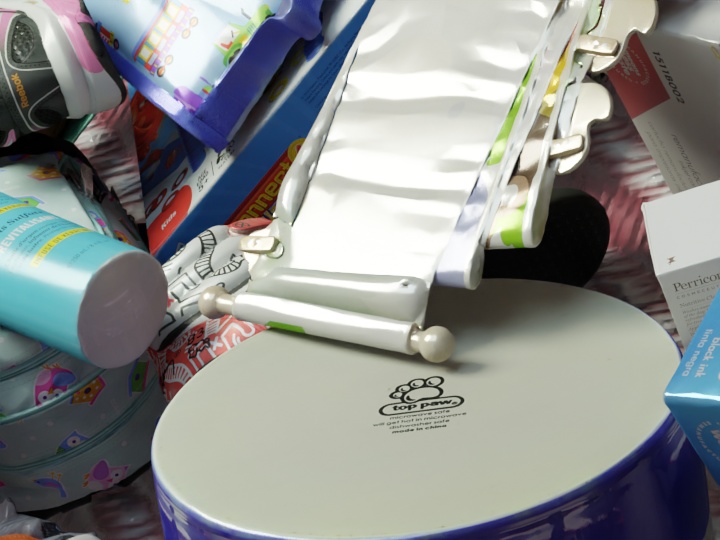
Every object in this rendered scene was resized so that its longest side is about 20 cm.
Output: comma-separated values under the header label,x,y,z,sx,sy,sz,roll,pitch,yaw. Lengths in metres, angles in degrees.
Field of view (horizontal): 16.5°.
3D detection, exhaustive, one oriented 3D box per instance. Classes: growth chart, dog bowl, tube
label,x,y,z,sx,sy,sz,roll,pitch,yaw
growth chart,0.033,-0.054,0.956,0.145,0.018,0.200,16,71,41
dog bowl,0.026,0.080,0.906,0.199,0.079,0.200,-9,24,4
tube,-0.168,-0.011,1.069,0.200,0.051,0.077,20,36,38

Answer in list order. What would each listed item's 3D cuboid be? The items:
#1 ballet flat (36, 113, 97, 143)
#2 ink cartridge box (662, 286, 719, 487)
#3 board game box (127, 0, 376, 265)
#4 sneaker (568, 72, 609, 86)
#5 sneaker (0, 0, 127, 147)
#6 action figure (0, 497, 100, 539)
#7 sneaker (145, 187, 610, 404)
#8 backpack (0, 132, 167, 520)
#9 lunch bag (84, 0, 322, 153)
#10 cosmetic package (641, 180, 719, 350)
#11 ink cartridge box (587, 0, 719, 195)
label,x,y,z,sx,sy,sz,roll,pitch,yaw
ballet flat,-0.178,-0.082,1.315,0.200,0.067,0.070,-56,15,-9
ink cartridge box,0.213,0.060,0.800,0.200,0.116,0.068,3,51,44
board game box,-0.031,-0.114,1.205,0.200,0.056,0.196,-49,28,21
sneaker,0.104,-0.098,1.127,0.200,0.073,0.114,-35,33,21
sneaker,-0.191,-0.096,1.188,0.086,0.081,0.200,-26,11,-22
action figure,-0.086,0.141,0.978,0.200,0.105,0.193,-46,45,-13
sneaker,-0.001,0.000,1.068,0.201,0.067,0.108,-29,40,-9
backpack,-0.164,0.026,1.155,0.167,0.127,0.200,-34,37,-4
lunch bag,-0.068,-0.154,1.165,0.151,0.094,0.200,-54,36,5
cosmetic package,0.209,-0.012,0.894,0.199,0.083,0.051,-17,37,10
ink cartridge box,0.189,-0.064,0.968,0.068,0.117,0.200,-46,35,-17
